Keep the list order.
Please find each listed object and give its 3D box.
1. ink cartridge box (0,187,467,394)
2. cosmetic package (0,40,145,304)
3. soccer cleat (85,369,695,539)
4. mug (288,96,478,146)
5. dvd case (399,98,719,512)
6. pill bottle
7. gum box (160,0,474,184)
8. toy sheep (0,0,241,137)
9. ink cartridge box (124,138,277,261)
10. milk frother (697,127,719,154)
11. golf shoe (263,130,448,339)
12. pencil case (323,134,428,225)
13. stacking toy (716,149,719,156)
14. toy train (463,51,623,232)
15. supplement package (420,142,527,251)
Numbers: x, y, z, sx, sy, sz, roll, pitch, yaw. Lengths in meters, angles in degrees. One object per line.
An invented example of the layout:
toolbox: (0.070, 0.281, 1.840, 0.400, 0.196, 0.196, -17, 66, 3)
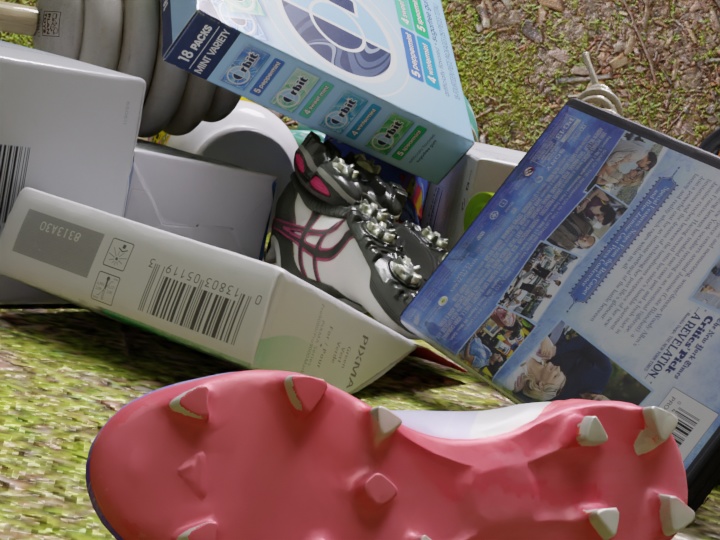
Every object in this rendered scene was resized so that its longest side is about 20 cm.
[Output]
ink cartridge box: (-0.057, 0.027, 0.736, 0.160, 0.051, 0.200, 17, -9, 32)
cosmetic package: (-0.251, -0.066, 0.746, 0.199, 0.124, 0.199, 16, 8, 35)
soccer cleat: (0.010, 0.069, 0.455, 0.198, 0.067, 0.076, 2, -20, -27)
mug: (0.023, -0.087, 1.264, 0.114, 0.153, 0.185, 18, 48, 32)
dvd case: (0.117, 0.006, 0.670, 0.018, 0.143, 0.200, 42, -6, -39)
pill bottle: (-0.101, -0.078, 1.119, 0.103, 0.105, 0.200, 10, 8, -15)
gum box: (-0.030, -0.159, 0.934, 0.199, 0.045, 0.171, 22, 40, -28)
toy sheep: (-0.143, -0.149, 0.966, 0.198, 0.140, 0.138, -2, 13, -27)
ink cartridge box: (-0.169, -0.049, 0.905, 0.199, 0.077, 0.136, 19, 7, 34)
milk frother: (0.354, -0.008, 1.315, 0.187, 0.181, 0.201, 21, -31, 47)
golf shoe: (0.000, 0.000, 0.844, 0.077, 0.089, 0.200, 25, 15, -26)
pencil case: (0.009, -0.084, 1.016, 0.086, 0.078, 0.201, -18, 38, 26)
stacking toy: (0.173, -0.013, 0.718, 0.115, 0.202, 0.109, 18, 10, 26)
toy train: (0.106, -0.031, 0.838, 0.115, 0.202, 0.085, -3, -20, -31)
supplement package: (0.100, -0.021, 1.001, 0.112, 0.111, 0.200, 11, 8, -8)
